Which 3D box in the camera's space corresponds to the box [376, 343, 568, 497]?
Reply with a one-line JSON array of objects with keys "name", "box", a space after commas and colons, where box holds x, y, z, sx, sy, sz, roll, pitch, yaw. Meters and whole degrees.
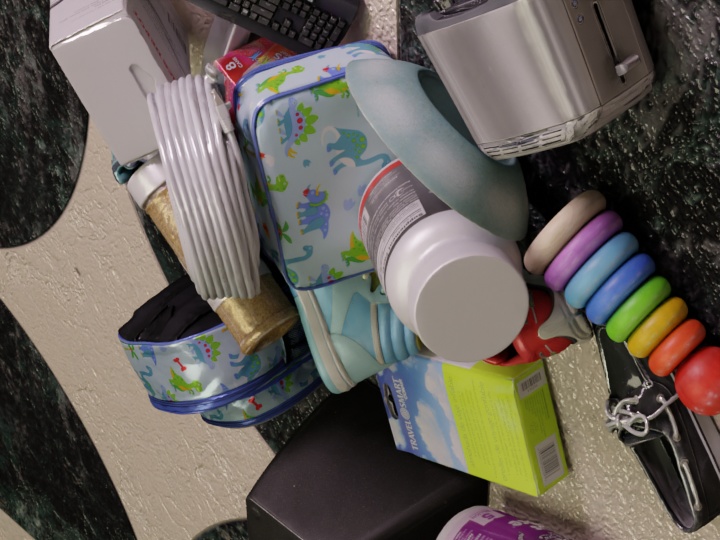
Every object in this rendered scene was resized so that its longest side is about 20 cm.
[{"name": "box", "box": [0.099, 0.128, 1.804, 0.199, 0.047, 0.123, 13, 124, 50]}]

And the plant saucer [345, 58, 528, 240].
[{"name": "plant saucer", "box": [0.073, -0.110, 1.561, 0.039, 0.201, 0.201, -46, 73, 19]}]

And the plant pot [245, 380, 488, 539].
[{"name": "plant pot", "box": [-0.004, 0.263, 1.935, 0.199, 0.177, 0.201, 32, 139, 35]}]

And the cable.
[{"name": "cable", "box": [-0.133, -0.070, 1.694, 0.200, 0.068, 0.202, 162, 96, -86]}]

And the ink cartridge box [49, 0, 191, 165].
[{"name": "ink cartridge box", "box": [-0.224, -0.217, 1.825, 0.201, 0.084, 0.145, -102, -15, -55]}]

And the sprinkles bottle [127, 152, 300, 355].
[{"name": "sprinkles bottle", "box": [-0.137, -0.019, 1.817, 0.201, 0.068, 0.068, 54, 148, 9]}]

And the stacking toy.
[{"name": "stacking toy", "box": [0.225, 0.032, 1.535, 0.200, 0.085, 0.086, 45, 145, 11]}]

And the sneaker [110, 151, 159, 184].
[{"name": "sneaker", "box": [-0.228, -0.137, 2.014, 0.201, 0.086, 0.078, 52, 146, 12]}]

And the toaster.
[{"name": "toaster", "box": [0.130, -0.164, 1.470, 0.199, 0.113, 0.130, -11, 109, 56]}]

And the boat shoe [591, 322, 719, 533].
[{"name": "boat shoe", "box": [0.235, 0.119, 1.587, 0.073, 0.068, 0.201, -19, 99, 58]}]

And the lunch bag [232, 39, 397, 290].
[{"name": "lunch bag", "box": [-0.019, -0.092, 1.695, 0.083, 0.159, 0.202, -128, 22, -58]}]

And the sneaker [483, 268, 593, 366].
[{"name": "sneaker", "box": [0.121, 0.043, 1.652, 0.078, 0.084, 0.200, 63, 165, -6]}]

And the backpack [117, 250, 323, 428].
[{"name": "backpack", "box": [-0.124, 0.073, 1.928, 0.182, 0.199, 0.148, 0, 115, 53]}]

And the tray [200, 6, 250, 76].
[{"name": "tray", "box": [-0.122, -0.221, 1.823, 0.201, 0.022, 0.108, 117, 158, -53]}]

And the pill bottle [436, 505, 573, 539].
[{"name": "pill bottle", "box": [0.164, 0.295, 1.786, 0.199, 0.112, 0.113, 16, 128, 47]}]

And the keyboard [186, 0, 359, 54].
[{"name": "keyboard", "box": [-0.092, -0.265, 1.676, 0.198, 0.021, 0.128, 23, 124, -12]}]

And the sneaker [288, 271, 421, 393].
[{"name": "sneaker", "box": [0.000, 0.000, 1.800, 0.080, 0.129, 0.202, -8, -101, -79]}]

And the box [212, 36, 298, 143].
[{"name": "box", "box": [-0.097, -0.121, 1.835, 0.100, 0.095, 0.200, 51, 147, 16]}]

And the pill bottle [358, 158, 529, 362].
[{"name": "pill bottle", "box": [0.070, -0.011, 1.598, 0.200, 0.115, 0.117, -114, 11, -63]}]
